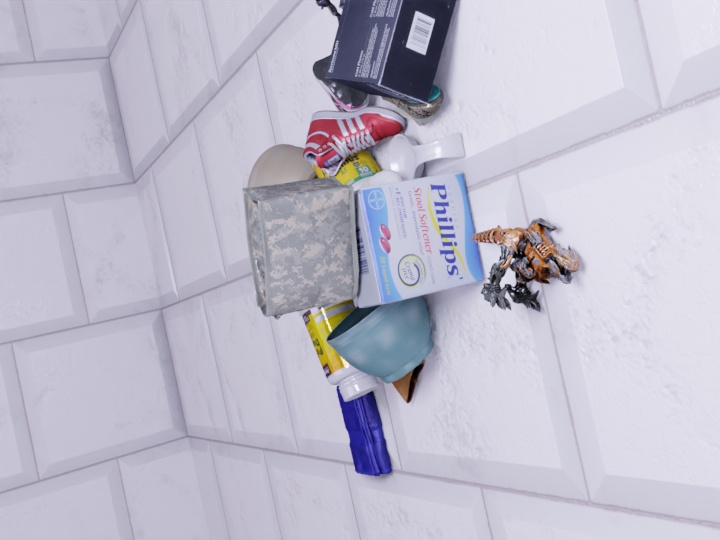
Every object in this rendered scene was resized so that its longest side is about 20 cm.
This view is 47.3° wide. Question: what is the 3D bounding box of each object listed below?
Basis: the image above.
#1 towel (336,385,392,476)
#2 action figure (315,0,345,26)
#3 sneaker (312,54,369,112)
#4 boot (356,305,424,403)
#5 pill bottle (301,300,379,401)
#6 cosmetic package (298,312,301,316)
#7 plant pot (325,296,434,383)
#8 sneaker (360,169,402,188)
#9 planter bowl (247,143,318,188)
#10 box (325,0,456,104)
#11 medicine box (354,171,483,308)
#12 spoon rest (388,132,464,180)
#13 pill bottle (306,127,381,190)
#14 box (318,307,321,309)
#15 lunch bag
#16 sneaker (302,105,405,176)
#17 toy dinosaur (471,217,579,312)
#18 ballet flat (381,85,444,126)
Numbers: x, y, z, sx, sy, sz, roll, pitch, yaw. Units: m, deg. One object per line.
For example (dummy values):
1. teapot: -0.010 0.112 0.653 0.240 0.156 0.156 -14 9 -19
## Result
1. towel: 0.000 0.349 1.813 0.147 0.049 0.205 -21 81 61
2. action figure: 0.003 -0.426 1.466 0.117 0.104 0.201 -2 141 34
3. sneaker: -0.035 -0.343 1.595 0.087 0.079 0.202 71 177 -48
4. boot: 0.050 0.189 1.673 0.200 0.067 0.191 48 132 33
5. pill bottle: -0.035 0.149 1.627 0.203 0.107 0.109 66 150 13
6. cosmetic package: -0.082 0.066 1.857 0.199 0.050 0.085 7 108 61
7. plant pot: 0.052 0.119 1.509 0.135 0.200 0.200 52 151 -5
8. sneaker: 0.037 -0.114 1.524 0.076 0.104 0.201 54 131 17
9. planter bowl: -0.118 -0.159 1.713 0.133 0.198 0.205 9 109 43
10. box: 0.049 -0.389 1.329 0.181 0.102 0.204 27 103 55
11. medicine box: 0.082 -0.051 1.351 0.103 0.196 0.187 -13 90 66
12. spoon rest: 0.098 -0.195 1.416 0.199 0.060 0.102 -10 92 61
13. pill bottle: -0.030 -0.201 1.595 0.202 0.111 0.114 61 147 30
14. box: 0.000 0.000 1.518 0.065 0.197 0.070 61 148 11
15. lunch bag: -0.092 -0.034 1.302 0.117 0.161 0.205 -146 49 -62
16. sneaker: -0.016 -0.234 1.498 0.196 0.071 0.115 2 61 30
17. toy dinosaur: 0.240 -0.015 1.218 0.200 0.100 0.139 -128 49 -69
18. ballet flat: 0.089 -0.290 1.406 0.200 0.067 0.076 44 158 52
